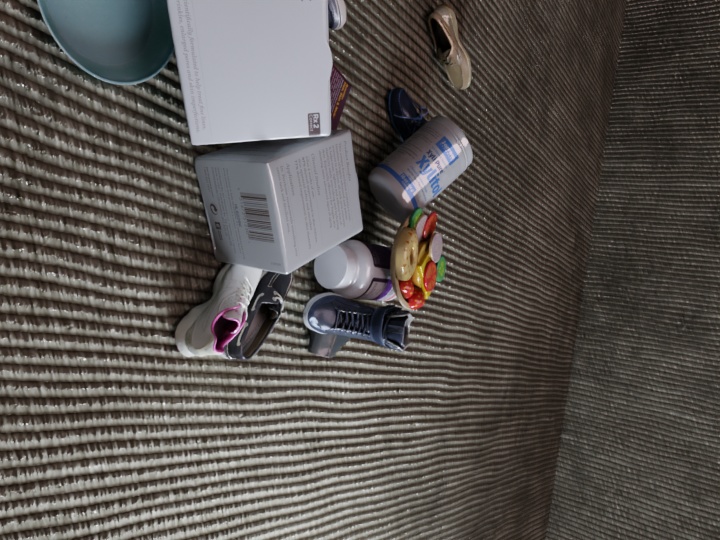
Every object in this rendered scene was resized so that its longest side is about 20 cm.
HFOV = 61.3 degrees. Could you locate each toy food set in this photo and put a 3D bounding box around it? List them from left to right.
[{"bbox_3d":[0.117,-0.024,1.221,0.199,0.047,0.204,-55,140,-42],"label":"toy food set"}]

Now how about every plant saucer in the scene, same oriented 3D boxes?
[{"bbox_3d":[-0.314,-0.337,0.753,0.198,0.035,0.206,-16,109,-53],"label":"plant saucer"}]

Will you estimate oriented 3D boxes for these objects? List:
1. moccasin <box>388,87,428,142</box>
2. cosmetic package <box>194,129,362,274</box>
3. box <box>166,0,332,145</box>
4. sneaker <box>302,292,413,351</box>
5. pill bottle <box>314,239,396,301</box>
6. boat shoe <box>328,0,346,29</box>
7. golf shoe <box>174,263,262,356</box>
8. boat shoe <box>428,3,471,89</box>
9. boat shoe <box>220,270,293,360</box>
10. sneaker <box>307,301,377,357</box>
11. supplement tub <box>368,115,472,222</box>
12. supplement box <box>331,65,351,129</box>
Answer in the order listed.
[{"bbox_3d":[0.125,-0.322,1.350,0.201,0.067,0.082,54,54,-44],"label":"moccasin"},{"bbox_3d":[-0.121,-0.117,0.956,0.199,0.163,0.172,-32,121,-46],"label":"cosmetic package"},{"bbox_3d":[-0.142,-0.293,0.813,0.132,0.194,0.204,-108,-165,-56],"label":"box"},{"bbox_3d":[0.006,0.092,1.097,0.199,0.144,0.079,11,90,-42],"label":"sneaker"},{"bbox_3d":[0.000,0.000,1.195,0.198,0.109,0.115,9,89,-55],"label":"pill bottle"},{"bbox_3d":[-0.101,-0.476,1.010,0.093,0.074,0.202,-53,128,-25],"label":"boat shoe"},{"bbox_3d":[-0.198,0.055,0.943,0.202,0.090,0.076,-59,137,-31],"label":"golf shoe"},{"bbox_3d":[0.207,-0.516,1.436,0.065,0.071,0.203,-45,129,-29],"label":"boat shoe"},{"bbox_3d":[-0.162,0.067,1.020,0.201,0.059,0.075,-54,135,-35],"label":"boat shoe"},{"bbox_3d":[-0.032,0.117,1.215,0.197,0.074,0.109,10,92,-45],"label":"sneaker"},{"bbox_3d":[0.124,-0.210,1.266,0.199,0.131,0.133,-42,132,-12],"label":"supplement tub"},{"bbox_3d":[-0.111,-0.314,1.002,0.199,0.084,0.113,36,67,-51],"label":"supplement box"}]
